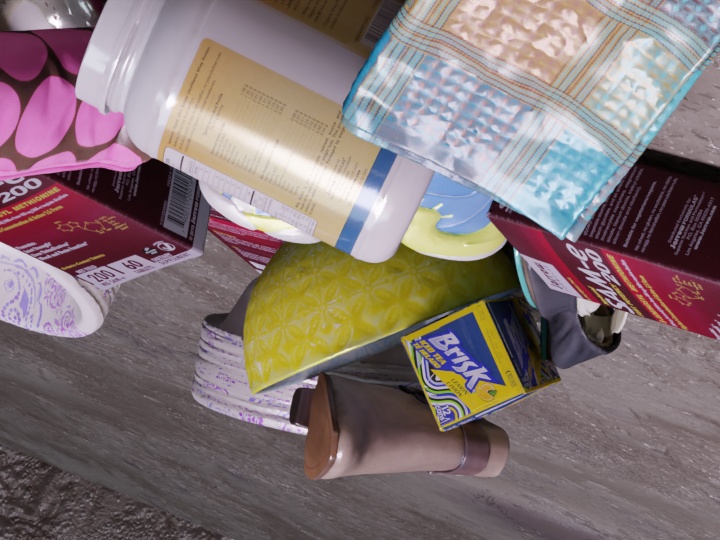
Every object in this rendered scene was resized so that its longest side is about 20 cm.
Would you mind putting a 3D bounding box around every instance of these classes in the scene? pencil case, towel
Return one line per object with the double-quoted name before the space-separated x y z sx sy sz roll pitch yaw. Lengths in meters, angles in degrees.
"pencil case" -0.189 -0.092 1.543 0.090 0.094 0.200 -9 -179 42
"towel" 0.088 -0.104 1.334 0.146 0.022 0.200 27 139 -7

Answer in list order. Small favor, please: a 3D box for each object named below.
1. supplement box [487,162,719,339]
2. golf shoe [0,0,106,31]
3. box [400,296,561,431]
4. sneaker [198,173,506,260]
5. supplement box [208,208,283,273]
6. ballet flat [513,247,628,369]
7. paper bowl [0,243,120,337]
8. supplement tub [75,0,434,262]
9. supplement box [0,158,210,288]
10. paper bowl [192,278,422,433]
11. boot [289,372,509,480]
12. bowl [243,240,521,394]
"supplement box" 0.186 -0.011 1.565 0.199 0.061 0.109 18 164 34
"golf shoe" -0.162 -0.133 1.699 0.091 0.076 0.200 -20 143 14
"box" 0.084 0.061 1.805 0.070 0.064 0.200 66 -169 4
"sneaker" 0.004 -0.071 1.636 0.199 0.076 0.105 7 134 -9
"supplement box" -0.076 -0.056 1.903 0.109 0.061 0.200 15 163 39
"ballet flat" 0.143 0.008 1.749 0.073 0.073 0.200 21 161 19
"paper bowl" -0.251 -0.045 1.863 0.200 0.105 0.201 23 161 8
"supplement tub" -0.043 -0.107 1.483 0.199 0.145 0.145 27 166 0
"supplement box" -0.203 -0.060 1.681 0.200 0.061 0.109 27 150 -35
"paper bowl" -0.024 0.064 2.044 0.200 0.105 0.201 10 -173 -1
"boot" 0.032 0.116 1.853 0.145 0.071 0.200 12 -173 -10
"bowl" 0.000 0.000 1.822 0.200 0.199 0.108 145 104 -74
